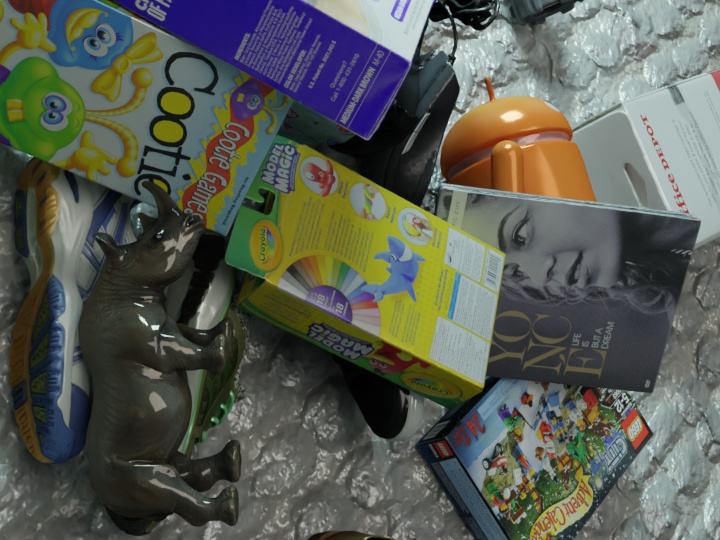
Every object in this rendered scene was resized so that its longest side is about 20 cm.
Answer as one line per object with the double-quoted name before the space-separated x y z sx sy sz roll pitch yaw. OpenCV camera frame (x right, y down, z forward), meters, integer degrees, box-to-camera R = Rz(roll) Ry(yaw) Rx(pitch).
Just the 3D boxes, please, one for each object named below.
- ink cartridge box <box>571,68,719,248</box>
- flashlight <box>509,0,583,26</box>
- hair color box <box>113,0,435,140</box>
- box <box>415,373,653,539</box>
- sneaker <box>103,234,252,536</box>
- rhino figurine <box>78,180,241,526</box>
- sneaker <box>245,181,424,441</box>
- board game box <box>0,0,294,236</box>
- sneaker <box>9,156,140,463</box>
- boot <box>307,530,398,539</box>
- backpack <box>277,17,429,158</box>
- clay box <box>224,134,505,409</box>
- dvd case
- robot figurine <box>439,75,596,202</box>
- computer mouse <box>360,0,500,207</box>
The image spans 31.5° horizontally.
"ink cartridge box" 0.298 -0.096 1.200 0.199 0.083 0.147 -21 88 -42
"flashlight" 0.141 -0.328 1.168 0.068 0.068 0.201 -19 88 -46
"hair color box" -0.060 -0.171 0.762 0.199 0.065 0.109 27 34 -6
"box" 0.146 0.136 1.025 0.200 0.038 0.137 -40 100 -40
"sneaker" -0.104 0.080 0.829 0.089 0.077 0.201 39 57 -42
"rhino figurine" -0.118 0.047 0.735 0.087 0.060 0.201 -4 86 0
"sneaker" -0.027 0.027 0.909 0.111 0.073 0.201 2 66 -34
"board game box" -0.156 -0.118 0.784 0.199 0.105 0.103 22 16 -21
"sneaker" -0.165 0.020 0.791 0.088 0.075 0.201 12 68 -36
"boot" 0.046 0.253 0.879 0.200 0.075 0.074 46 50 -18
"backpack" -0.055 -0.178 0.917 0.199 0.126 0.168 26 47 -28
"clay box" 0.000 0.000 0.863 0.199 0.048 0.115 27 54 -19
"dvd case" 0.144 0.017 0.963 0.199 0.149 0.016 7 23 -8
"robot figurine" 0.131 -0.054 1.026 0.143 0.116 0.201 -6 74 -41
"computer mouse" 0.031 -0.137 0.993 0.046 0.140 0.201 17 102 -23
